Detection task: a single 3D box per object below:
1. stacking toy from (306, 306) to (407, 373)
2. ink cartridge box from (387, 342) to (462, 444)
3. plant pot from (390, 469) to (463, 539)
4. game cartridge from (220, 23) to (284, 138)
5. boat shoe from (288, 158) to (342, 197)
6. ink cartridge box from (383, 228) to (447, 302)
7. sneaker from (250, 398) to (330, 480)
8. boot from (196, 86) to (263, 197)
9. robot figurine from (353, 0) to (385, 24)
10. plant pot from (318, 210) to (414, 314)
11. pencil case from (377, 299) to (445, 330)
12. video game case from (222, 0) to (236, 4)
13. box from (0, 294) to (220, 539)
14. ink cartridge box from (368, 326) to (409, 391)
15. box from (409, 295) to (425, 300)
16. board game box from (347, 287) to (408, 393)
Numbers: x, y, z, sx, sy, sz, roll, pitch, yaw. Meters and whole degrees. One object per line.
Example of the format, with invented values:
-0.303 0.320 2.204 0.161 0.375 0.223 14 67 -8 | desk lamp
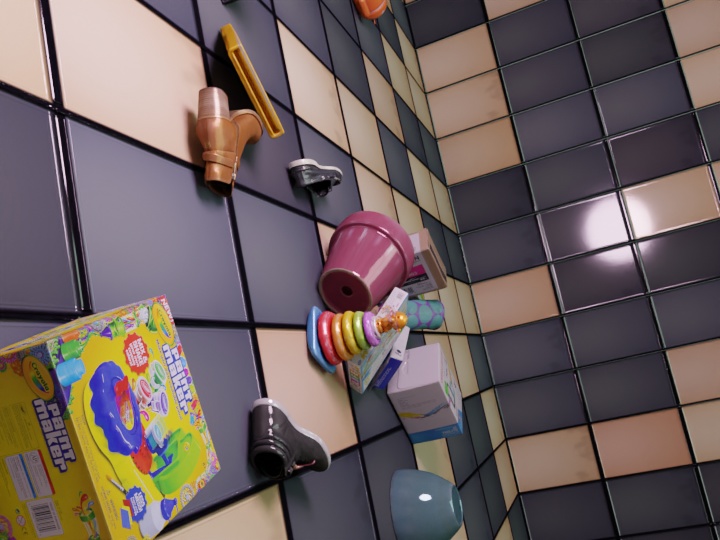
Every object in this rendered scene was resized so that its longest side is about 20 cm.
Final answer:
0.002 0.119 1.384 0.110 0.197 0.118 51 28 -51 | stacking toy
0.171 0.323 1.842 0.148 0.144 0.202 -82 151 -53 | ink cartridge box
0.165 0.563 1.648 0.200 0.133 0.204 -16 90 -72 | plant pot
-0.205 -0.356 1.304 0.178 0.032 0.201 64 -2 -32 | game cartridge
-0.093 -0.198 1.559 0.199 0.073 0.067 9 69 -71 | boat shoe
0.110 -0.005 1.829 0.165 0.197 0.076 56 24 -44 | ink cartridge box
-0.114 0.296 1.104 0.201 0.070 0.100 53 29 -38 | sneaker
-0.221 -0.200 1.184 0.200 0.072 0.158 21 63 -70 | boot
0.027 -0.995 2.521 0.145 0.116 0.201 58 2 42 | robot figurine
0.000 0.000 1.531 0.180 0.197 0.202 -54 129 -48 | plant pot
0.134 0.122 1.870 0.197 0.092 0.087 0 71 -40 | pencil case
-0.206 -0.642 1.352 0.026 0.197 0.184 -48 121 -72 | video game case
-0.256 0.152 0.678 0.193 0.120 0.204 -37 111 -73 | box
0.073 0.216 1.707 0.039 0.100 0.201 30 27 -2 | ink cartridge box
0.119 0.016 2.004 0.113 0.100 0.203 56 26 -48 | box
0.040 0.152 1.513 0.201 0.034 0.135 -55 160 -27 | board game box
